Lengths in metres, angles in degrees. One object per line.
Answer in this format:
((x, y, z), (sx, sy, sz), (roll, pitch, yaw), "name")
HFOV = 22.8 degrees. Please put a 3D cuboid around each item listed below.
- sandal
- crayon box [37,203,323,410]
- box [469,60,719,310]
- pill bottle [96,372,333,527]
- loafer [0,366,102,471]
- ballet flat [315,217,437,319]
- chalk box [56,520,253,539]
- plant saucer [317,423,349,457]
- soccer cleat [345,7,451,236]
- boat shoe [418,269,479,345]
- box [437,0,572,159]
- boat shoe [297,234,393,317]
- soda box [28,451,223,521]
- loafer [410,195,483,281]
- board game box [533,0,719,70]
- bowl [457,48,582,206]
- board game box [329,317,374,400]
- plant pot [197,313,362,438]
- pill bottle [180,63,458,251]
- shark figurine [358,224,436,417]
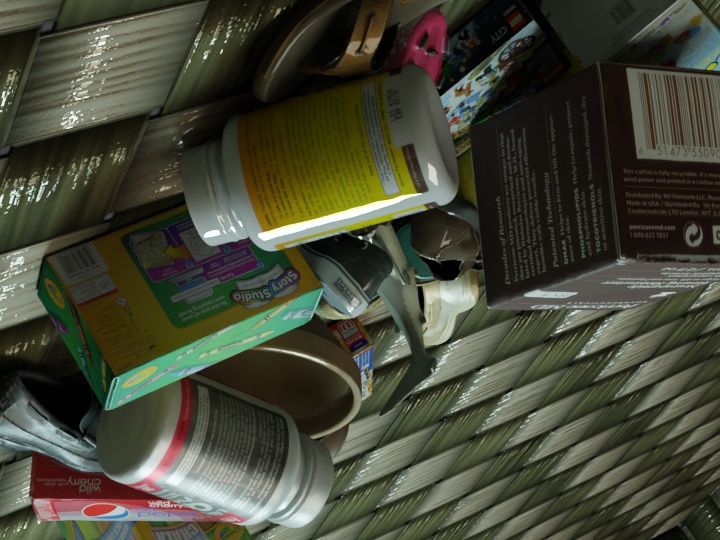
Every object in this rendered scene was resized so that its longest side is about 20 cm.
((0.009, -0.180, 1.341), (0.199, 0.055, 0.082), (-29, 158, -17), "sandal")
((-0.144, 0.016, 1.441), (0.199, 0.119, 0.058), (-23, 157, -28), "crayon box")
((0.216, -0.065, 1.502), (0.164, 0.166, 0.200), (0, 168, -29), "box")
((-0.123, 0.158, 1.565), (0.199, 0.111, 0.111), (26, 122, -34), "pill bottle")
((-0.253, 0.129, 1.562), (0.070, 0.068, 0.200), (-38, 148, 20), "loafer")
((0.027, -0.004, 1.744), (0.199, 0.071, 0.071), (-26, 158, -35), "ballet flat")
((-0.199, 0.280, 1.811), (0.124, 0.201, 0.124), (-13, 150, -45), "chalk box")
((-0.093, 0.217, 1.963), (0.199, 0.032, 0.200), (-29, -177, 2), "plant saucer")
((0.005, -0.127, 1.445), (0.070, 0.086, 0.202), (-11, 126, -57), "soccer cleat")
((0.067, 0.029, 1.871), (0.068, 0.075, 0.200), (-3, 161, -14), "boat shoe")
((0.081, -0.146, 1.548), (0.200, 0.038, 0.136), (-39, 159, 11), "box")
((-0.022, -0.008, 1.536), (0.057, 0.069, 0.200), (-42, -159, -5), "boat shoe")
((-0.206, 0.193, 1.669), (0.198, 0.071, 0.064), (0, 155, -1), "soda box")
((0.078, -0.027, 1.662), (0.072, 0.073, 0.200), (-64, 160, -3), "loafer")
((0.237, -0.216, 1.543), (0.105, 0.103, 0.200), (-39, 158, 14), "board game box")
((0.174, -0.103, 1.687), (0.199, 0.108, 0.201), (-31, 159, -13), "bowl")
((-0.080, 0.139, 1.907), (0.199, 0.046, 0.152), (-30, 159, -14), "board game box")
((-0.096, 0.076, 1.626), (0.198, 0.094, 0.201), (2, 149, 1), "plant pot")
((-0.032, -0.081, 1.362), (0.198, 0.110, 0.109), (-15, 162, 12), "pill bottle")
((0.009, 0.013, 1.645), (0.089, 0.216, 0.128), (-19, -169, 15), "shark figurine")
